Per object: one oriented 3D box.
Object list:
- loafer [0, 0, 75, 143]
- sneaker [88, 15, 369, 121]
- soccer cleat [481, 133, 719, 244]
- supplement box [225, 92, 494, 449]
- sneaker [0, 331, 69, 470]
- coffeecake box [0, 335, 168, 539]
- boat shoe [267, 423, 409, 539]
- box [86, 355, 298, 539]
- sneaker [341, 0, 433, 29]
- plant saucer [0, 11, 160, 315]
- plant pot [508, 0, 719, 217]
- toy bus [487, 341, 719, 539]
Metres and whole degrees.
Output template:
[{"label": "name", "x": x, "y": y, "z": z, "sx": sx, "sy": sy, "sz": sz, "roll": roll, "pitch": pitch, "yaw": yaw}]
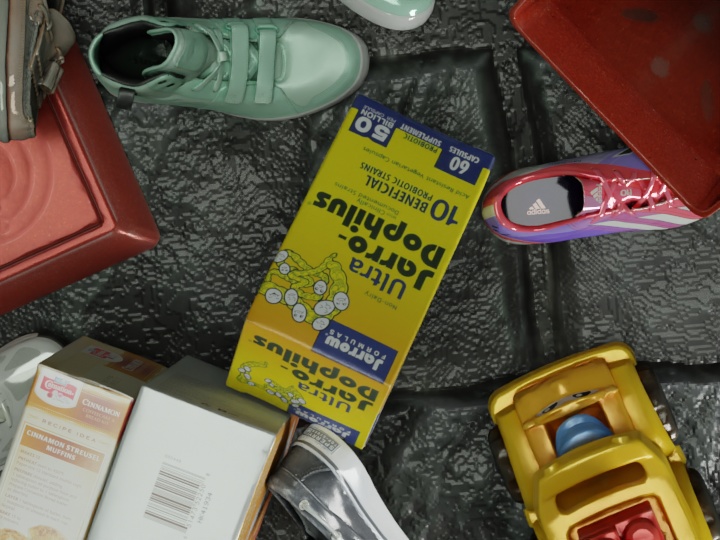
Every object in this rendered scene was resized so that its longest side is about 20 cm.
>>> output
[{"label": "loafer", "x": -0.228, "y": -0.184, "z": 1.608, "sx": 0.063, "sy": 0.072, "sz": 0.201, "roll": 0, "pitch": 64, "yaw": -7}, {"label": "sneaker", "x": -0.095, "y": -0.144, "z": 1.604, "sx": 0.199, "sy": 0.118, "sz": 0.074, "roll": -1, "pitch": 92, "yaw": 3}, {"label": "soccer cleat", "x": 0.184, "y": -0.056, "z": 1.610, "sx": 0.199, "sy": 0.073, "sz": 0.069, "roll": -10, "pitch": 91, "yaw": 5}, {"label": "supplement box", "x": 0.000, "y": 0.000, "z": 1.565, "sx": 0.108, "sy": 0.110, "sz": 0.201, "roll": 24, "pitch": 61, "yaw": 2}, {"label": "sneaker", "x": -0.288, "y": 0.126, "z": 1.634, "sx": 0.200, "sy": 0.115, "sz": 0.076, "roll": -43, "pitch": 89, "yaw": 5}, {"label": "coffeecake box", "x": -0.209, "y": 0.158, "z": 1.586, "sx": 0.073, "sy": 0.154, "sz": 0.201, "roll": 20, "pitch": 97, "yaw": 3}, {"label": "boat shoe", "x": -0.009, "y": 0.194, "z": 1.594, "sx": 0.072, "sy": 0.200, "sz": 0.068, "roll": 26, "pitch": 64, "yaw": 40}, {"label": "box", "x": -0.112, "y": 0.142, "z": 1.580, "sx": 0.097, "sy": 0.200, "sz": 0.125, "roll": 20, "pitch": 95, "yaw": 2}, {"label": "sneaker", "x": 0.003, "y": -0.269, "z": 1.578, "sx": 0.074, "sy": 0.118, "sz": 0.201, "roll": -32, "pitch": 90, "yaw": -31}, {"label": "plant saucer", "x": -0.276, "y": -0.071, "z": 1.663, "sx": 0.199, "sy": 0.037, "sz": 0.200, "roll": -24, "pitch": 91, "yaw": 6}, {"label": "plant pot", "x": 0.255, "y": -0.190, "z": 1.533, "sx": 0.200, "sy": 0.200, "sz": 0.176, "roll": 46, "pitch": 65, "yaw": 1}, {"label": "toy bus", "x": 0.170, "y": 0.162, "z": 1.566, "sx": 0.135, "sy": 0.192, "sz": 0.201, "roll": -23, "pitch": 90, "yaw": 7}]
